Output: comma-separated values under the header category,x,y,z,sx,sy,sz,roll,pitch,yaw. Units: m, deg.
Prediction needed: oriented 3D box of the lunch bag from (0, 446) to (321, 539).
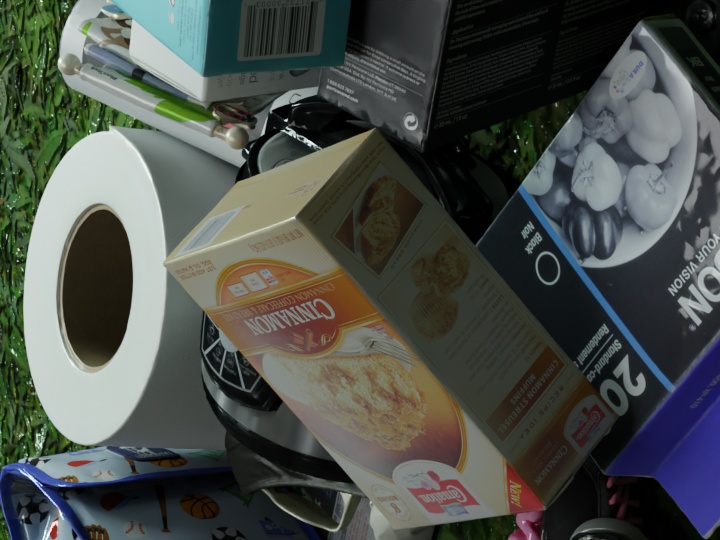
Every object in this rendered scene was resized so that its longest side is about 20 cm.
category,x,y,z,sx,sy,sz,roll,pitch,yaw
lunch bag,-0.125,0.186,1.845,0.200,0.169,0.124,54,136,36

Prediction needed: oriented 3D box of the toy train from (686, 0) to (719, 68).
category,x,y,z,sx,sy,sz,roll,pitch,yaw
toy train,0.197,-0.045,1.458,0.046,0.034,0.201,6,103,46

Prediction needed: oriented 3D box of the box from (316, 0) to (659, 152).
category,x,y,z,sx,sy,sz,roll,pitch,yaw
box,0.077,-0.159,1.449,0.079,0.200,0.142,30,123,30

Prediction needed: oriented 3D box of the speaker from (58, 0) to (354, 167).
category,x,y,z,sx,sy,sz,roll,pitch,yaw
speaker,-0.089,-0.114,1.779,0.199,0.081,0.082,26,122,25

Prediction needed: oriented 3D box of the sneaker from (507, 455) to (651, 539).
category,x,y,z,sx,sy,sz,roll,pitch,yaw
sneaker,0.134,0.142,1.579,0.095,0.079,0.201,27,122,27

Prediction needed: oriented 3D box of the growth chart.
category,x,y,z,sx,sy,sz,roll,pitch,yaw
growth chart,-0.094,-0.132,1.669,0.144,0.200,0.018,22,120,13

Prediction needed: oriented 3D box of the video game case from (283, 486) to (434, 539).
category,x,y,z,sx,sy,sz,roll,pitch,yaw
video game case,-0.020,0.176,1.857,0.182,0.023,0.201,45,133,43

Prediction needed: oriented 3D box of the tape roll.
category,x,y,z,sx,sy,sz,roll,pitch,yaw
tape roll,-0.113,0.016,1.828,0.202,0.139,0.204,-13,75,56

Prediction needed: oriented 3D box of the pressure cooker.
category,x,y,z,sx,sy,sz,roll,pitch,yaw
pressure cooker,0.002,-0.001,1.642,0.179,0.175,0.201,-79,2,-61

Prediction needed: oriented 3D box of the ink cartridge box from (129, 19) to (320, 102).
category,x,y,z,sx,sy,sz,roll,pitch,yaw
ink cartridge box,-0.024,-0.186,1.614,0.083,0.199,0.147,32,124,46

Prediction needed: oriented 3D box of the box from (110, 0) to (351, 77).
category,x,y,z,sx,sy,sz,roll,pitch,yaw
box,-0.086,-0.158,1.444,0.200,0.082,0.049,41,131,52

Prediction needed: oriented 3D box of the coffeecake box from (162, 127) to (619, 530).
category,x,y,z,sx,sy,sz,roll,pitch,yaw
coffeecake box,0.014,0.036,1.474,0.200,0.073,0.153,49,152,-14

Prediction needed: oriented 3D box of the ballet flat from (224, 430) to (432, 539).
category,x,y,z,sx,sy,sz,roll,pitch,yaw
ballet flat,0.006,0.128,1.726,0.199,0.068,0.069,10,106,33

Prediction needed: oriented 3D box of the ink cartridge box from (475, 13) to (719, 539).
category,x,y,z,sx,sy,sz,roll,pitch,yaw
ink cartridge box,0.161,0.008,1.451,0.200,0.043,0.198,53,131,22

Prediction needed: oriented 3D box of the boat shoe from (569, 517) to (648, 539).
category,x,y,z,sx,sy,sz,roll,pitch,yaw
boat shoe,0.139,0.237,1.545,0.075,0.060,0.201,-10,105,28
